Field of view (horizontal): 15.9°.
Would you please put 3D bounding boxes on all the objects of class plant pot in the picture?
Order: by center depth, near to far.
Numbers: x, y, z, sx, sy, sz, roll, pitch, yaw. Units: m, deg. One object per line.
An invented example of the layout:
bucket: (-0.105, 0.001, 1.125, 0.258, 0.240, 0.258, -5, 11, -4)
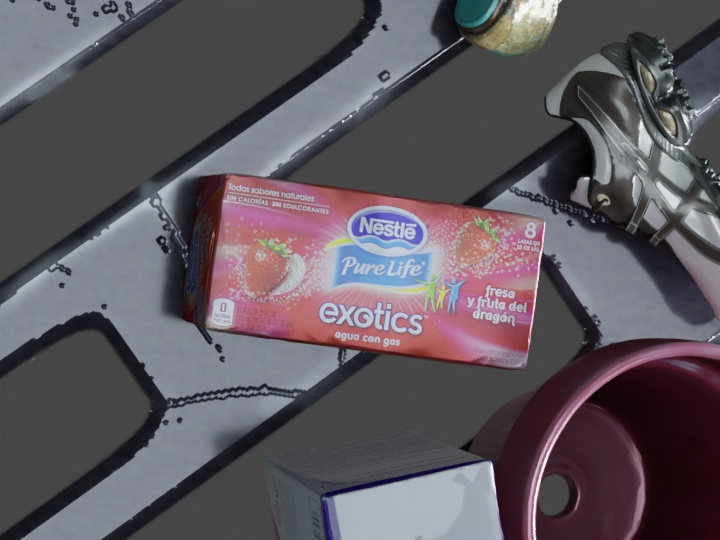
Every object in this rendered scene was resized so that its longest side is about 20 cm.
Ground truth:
plant pot: (0.151, 0.137, 1.532, 0.200, 0.179, 0.200, 0, 91, -21)

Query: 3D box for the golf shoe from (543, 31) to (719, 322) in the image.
golf shoe: (0.183, -0.045, 1.606, 0.094, 0.078, 0.200, -24, 95, 7)

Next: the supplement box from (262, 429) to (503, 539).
supplement box: (0.014, 0.158, 1.502, 0.103, 0.200, 0.101, -11, 95, -13)

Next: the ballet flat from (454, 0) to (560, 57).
ballet flat: (0.118, -0.225, 1.589, 0.071, 0.071, 0.200, 21, 86, -12)

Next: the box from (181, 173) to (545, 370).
box: (0.000, 0.000, 1.545, 0.200, 0.100, 0.096, 8, 90, -12)
